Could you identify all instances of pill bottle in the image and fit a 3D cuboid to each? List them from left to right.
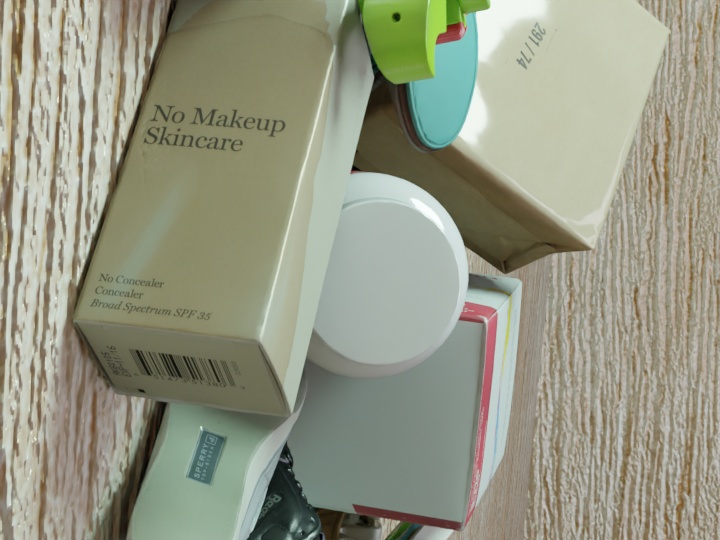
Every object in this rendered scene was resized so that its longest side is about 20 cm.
[{"bbox_3d":[0.000,0.000,0.886,0.200,0.111,0.113,-148,-116,-83],"label":"pill bottle"}]

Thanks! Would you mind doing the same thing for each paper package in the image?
[{"bbox_3d":[0.101,-0.132,1.098,0.103,0.190,0.201,-19,-138,56],"label":"paper package"}]

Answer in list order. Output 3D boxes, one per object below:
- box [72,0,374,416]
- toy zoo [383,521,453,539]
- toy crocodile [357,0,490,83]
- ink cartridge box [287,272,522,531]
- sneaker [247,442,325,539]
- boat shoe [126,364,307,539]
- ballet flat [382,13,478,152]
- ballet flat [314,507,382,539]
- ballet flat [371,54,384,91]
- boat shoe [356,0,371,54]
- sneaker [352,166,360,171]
[{"bbox_3d":[-0.060,-0.040,0.753,0.078,0.094,0.201,74,24,-58],"label":"box"},{"bbox_3d":[0.019,0.222,1.147,0.131,0.020,0.200,-48,177,-14],"label":"toy zoo"},{"bbox_3d":[0.035,-0.143,0.820,0.200,0.067,0.062,-71,151,-74],"label":"toy crocodile"},{"bbox_3d":[0.028,0.078,1.100,0.200,0.144,0.146,-28,124,-75],"label":"ink cartridge box"},{"bbox_3d":[-0.054,0.146,0.890,0.201,0.087,0.076,-72,163,-45],"label":"sneaker"},{"bbox_3d":[-0.082,0.108,0.822,0.201,0.070,0.072,-69,-179,-54],"label":"boat shoe"},{"bbox_3d":[0.036,-0.176,0.966,0.067,0.064,0.202,-14,113,-33],"label":"ballet flat"},{"bbox_3d":[-0.015,0.206,1.166,0.200,0.063,0.069,-44,140,-72],"label":"ballet flat"},{"bbox_3d":[0.001,-0.171,1.039,0.072,0.071,0.201,80,22,-54],"label":"ballet flat"},{"bbox_3d":[-0.023,-0.163,0.906,0.062,0.074,0.202,100,-8,-75],"label":"boat shoe"},{"bbox_3d":[0.011,-0.085,1.150,0.201,0.073,0.081,-77,157,-51],"label":"sneaker"}]
